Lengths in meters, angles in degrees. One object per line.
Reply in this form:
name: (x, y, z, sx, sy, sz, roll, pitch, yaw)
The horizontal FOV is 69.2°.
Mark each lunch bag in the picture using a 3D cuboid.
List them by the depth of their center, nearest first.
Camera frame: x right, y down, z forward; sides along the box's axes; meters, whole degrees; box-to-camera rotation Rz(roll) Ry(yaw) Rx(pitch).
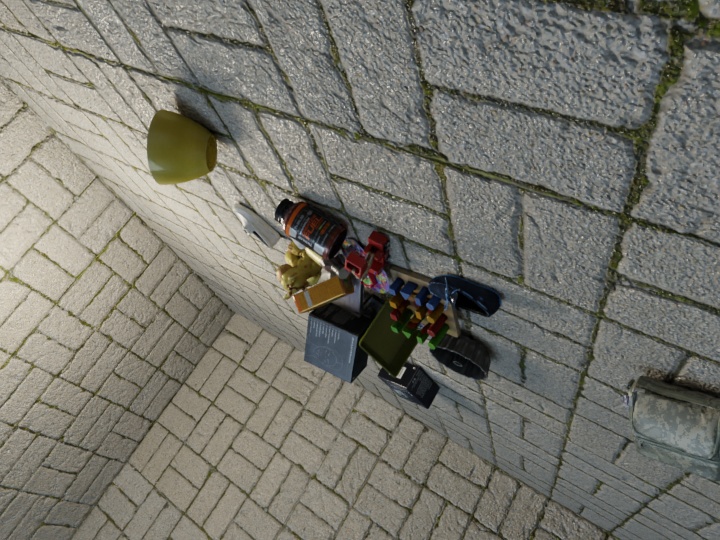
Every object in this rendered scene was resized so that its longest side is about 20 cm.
lunch bag: (0.671, 0.314, 1.094, 0.198, 0.139, 0.169, 12, 135, 47)

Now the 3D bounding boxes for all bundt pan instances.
bundt pan: (0.318, 0.260, 1.629, 0.200, 0.076, 0.203, 27, 159, 11)

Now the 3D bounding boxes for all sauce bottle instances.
sauce bottle: (-0.099, -0.036, 1.586, 0.199, 0.066, 0.066, 36, 168, 45)

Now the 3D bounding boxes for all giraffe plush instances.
giraffe plush: (-0.208, 0.012, 1.735, 0.198, 0.162, 0.175, 16, 132, 35)

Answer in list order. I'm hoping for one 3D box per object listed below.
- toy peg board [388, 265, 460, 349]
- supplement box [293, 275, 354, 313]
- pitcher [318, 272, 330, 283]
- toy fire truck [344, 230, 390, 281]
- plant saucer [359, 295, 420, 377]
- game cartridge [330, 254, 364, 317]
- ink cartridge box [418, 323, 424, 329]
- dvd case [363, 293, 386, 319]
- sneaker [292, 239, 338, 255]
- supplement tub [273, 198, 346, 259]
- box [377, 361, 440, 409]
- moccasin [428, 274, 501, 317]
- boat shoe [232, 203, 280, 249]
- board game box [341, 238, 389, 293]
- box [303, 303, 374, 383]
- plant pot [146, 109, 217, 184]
toy peg board: (0.161, 0.114, 1.464, 0.198, 0.098, 0.201, 20, 145, 36)
supplement box: (-0.118, 0.074, 1.665, 0.198, 0.066, 0.070, -26, 81, 31)
pitcher: (-0.061, 0.101, 1.850, 0.201, 0.121, 0.171, 51, 158, -14)
toy fire truck: (0.021, -0.023, 1.357, 0.048, 0.142, 0.201, 28, 160, 15)
plant saucer: (0.097, 0.213, 1.715, 0.200, 0.201, 0.048, 45, 161, -29)
game cartridge: (-0.043, 0.048, 1.704, 0.129, 0.038, 0.202, 29, 136, 29)
ink cartridge box: (0.194, 0.149, 1.653, 0.094, 0.037, 0.200, 9, 150, 51)
dvd case: (0.041, 0.177, 1.805, 0.149, 0.025, 0.200, 32, 129, -18)
sneaker: (-0.142, -0.098, 1.569, 0.199, 0.075, 0.115, 37, 163, 11)
supplement tub: (-0.143, -0.121, 1.457, 0.198, 0.108, 0.107, 31, 161, 10)
box: (0.216, 0.500, 2.339, 0.195, 0.118, 0.200, 11, 152, 50)
moccasin: (0.244, 0.061, 1.281, 0.198, 0.068, 0.081, 12, 138, 42)
boat shoe: (-0.378, -0.153, 1.839, 0.199, 0.069, 0.072, 41, 160, -18)
board game box: (0.000, 0.000, 1.534, 0.200, 0.039, 0.158, 46, 158, 10)
box: (-0.075, 0.239, 1.773, 0.194, 0.124, 0.203, 22, 121, 23)
plant pot: (-0.477, -0.331, 1.437, 0.139, 0.203, 0.201, 6, 158, 2)
